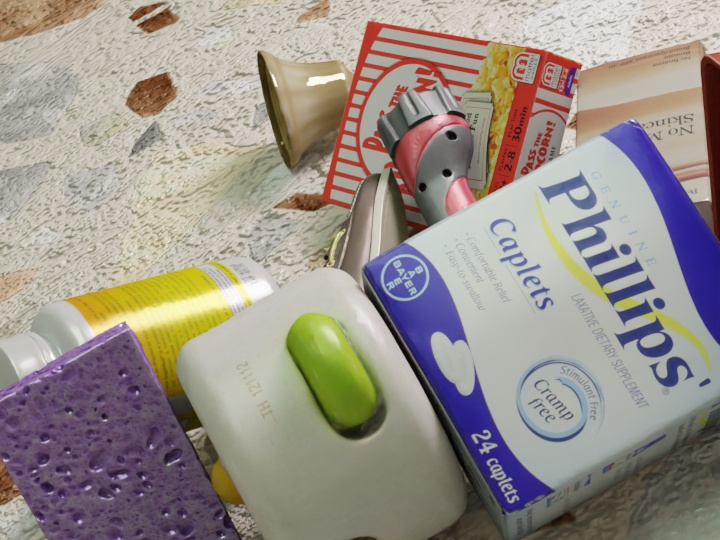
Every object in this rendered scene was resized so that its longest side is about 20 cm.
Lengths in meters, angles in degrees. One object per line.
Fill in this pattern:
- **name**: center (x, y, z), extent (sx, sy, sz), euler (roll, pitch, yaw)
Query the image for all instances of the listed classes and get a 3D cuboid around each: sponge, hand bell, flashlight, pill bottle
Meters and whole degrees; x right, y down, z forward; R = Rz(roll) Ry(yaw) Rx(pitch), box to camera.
- **sponge**: center (-0.151, 0.146, 1.202), extent (0.111, 0.201, 0.030), euler (-28, 11, -5)
- **hand bell**: center (0.019, -0.165, 1.625), extent (0.199, 0.105, 0.104), euler (-16, 33, -8)
- **flashlight**: center (0.079, -0.041, 1.346), extent (0.068, 0.068, 0.200), euler (-10, 54, -27)
- **pill bottle**: center (-0.151, 0.063, 1.282), extent (0.199, 0.110, 0.109), euler (-15, 26, -30)

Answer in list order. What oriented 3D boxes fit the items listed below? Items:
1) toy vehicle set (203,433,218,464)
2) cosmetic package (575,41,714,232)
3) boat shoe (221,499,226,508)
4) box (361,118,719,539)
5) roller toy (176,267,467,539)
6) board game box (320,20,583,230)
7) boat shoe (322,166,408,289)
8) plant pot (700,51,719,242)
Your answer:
- **toy vehicle set**: center (-0.008, 0.073, 1.354), extent (0.199, 0.027, 0.125), euler (-14, 36, 18)
- **cosmetic package**: center (0.210, -0.067, 1.344), extent (0.103, 0.088, 0.200), euler (-13, 36, 16)
- **boat shoe**: center (-0.168, 0.147, 1.311), extent (0.060, 0.072, 0.201), euler (-15, 27, -34)
- **box**: center (0.131, 0.037, 1.168), extent (0.199, 0.105, 0.184), euler (-29, 71, -5)
- **roller toy**: center (-0.029, 0.107, 1.187), extent (0.139, 0.201, 0.182), euler (-29, 24, -5)
- **board game box**: center (0.067, -0.104, 1.450), extent (0.200, 0.046, 0.152), euler (16, 93, 46)
- **boat shoe**: center (0.000, 0.000, 1.362), extent (0.059, 0.072, 0.201), euler (-12, 42, 15)
- **plant pot**: center (0.338, -0.035, 1.141), extent (0.175, 0.201, 0.200), euler (-19, 32, -12)
